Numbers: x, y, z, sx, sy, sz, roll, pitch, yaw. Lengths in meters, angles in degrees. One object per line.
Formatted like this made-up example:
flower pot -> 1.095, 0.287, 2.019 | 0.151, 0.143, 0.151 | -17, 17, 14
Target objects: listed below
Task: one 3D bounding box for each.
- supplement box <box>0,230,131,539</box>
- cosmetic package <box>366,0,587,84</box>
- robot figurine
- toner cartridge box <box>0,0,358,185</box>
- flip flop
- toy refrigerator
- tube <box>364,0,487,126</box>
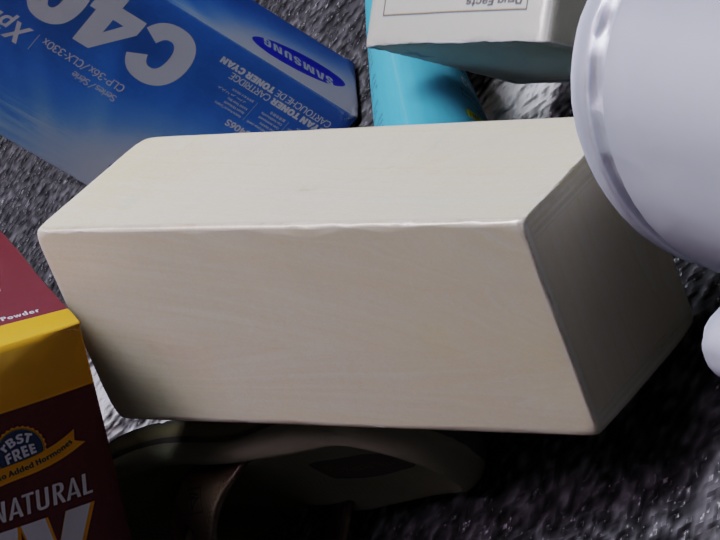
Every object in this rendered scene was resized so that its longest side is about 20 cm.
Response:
supplement box -> -0.161, 0.102, 1.053 | 0.132, 0.201, 0.197 | -16, 19, -14
cosmetic package -> 0.071, -0.168, 1.020 | 0.103, 0.073, 0.201 | 6, 87, 54
robot figurine -> 0.129, -0.048, 0.806 | 0.200, 0.113, 0.170 | 24, 101, 65
toner cartridge box -> -0.107, -0.090, 1.207 | 0.095, 0.200, 0.043 | -46, 28, 28
flip flop -> -0.031, 0.086, 1.030 | 0.200, 0.081, 0.058 | -17, 62, 50
toy refrigerator -> 0.000, 0.000, 0.946 | 0.199, 0.076, 0.070 | -1, 31, 40
tube -> 0.026, -0.049, 1.074 | 0.050, 0.078, 0.200 | -16, 38, 5
